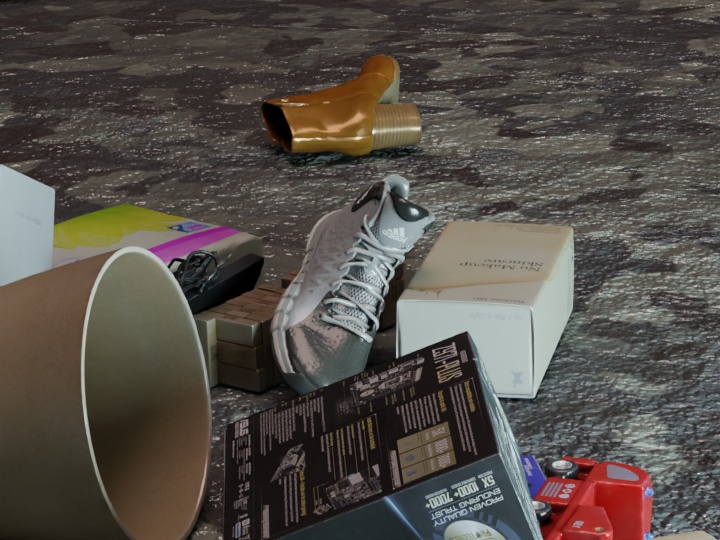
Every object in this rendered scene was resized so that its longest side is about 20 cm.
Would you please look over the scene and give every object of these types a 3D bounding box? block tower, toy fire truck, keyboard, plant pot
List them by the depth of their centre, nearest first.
[{"bbox_3d":[0.156,0.167,1.399,0.141,0.049,0.200,5,18,19],"label":"toy fire truck"},{"bbox_3d":[-0.220,0.088,1.497,0.200,0.187,0.187,-6,16,19],"label":"plant pot"},{"bbox_3d":[-0.136,0.027,1.761,0.040,0.104,0.200,32,28,15],"label":"keyboard"},{"bbox_3d":[-0.044,0.035,1.811,0.058,0.054,0.200,11,22,35],"label":"block tower"}]

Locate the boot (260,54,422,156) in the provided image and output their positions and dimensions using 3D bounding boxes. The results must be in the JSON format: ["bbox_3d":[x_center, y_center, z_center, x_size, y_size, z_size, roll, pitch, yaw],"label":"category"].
[{"bbox_3d":[-0.029,-0.166,2.402,0.144,0.071,0.201,-2,23,-12],"label":"boot"}]

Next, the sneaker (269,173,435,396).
[{"bbox_3d":[0.000,0.000,1.728,0.075,0.115,0.200,30,40,-18],"label":"sneaker"}]

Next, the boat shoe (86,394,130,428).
[{"bbox_3d":[-0.219,0.098,1.606,0.200,0.071,0.063,0,12,-2],"label":"boat shoe"}]

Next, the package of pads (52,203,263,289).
[{"bbox_3d":[-0.197,0.008,1.886,0.154,0.068,0.200,13,23,37],"label":"package of pads"}]

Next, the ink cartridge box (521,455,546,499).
[{"bbox_3d":[0.022,0.132,1.546,0.200,0.037,0.095,-2,18,-8],"label":"ink cartridge box"}]

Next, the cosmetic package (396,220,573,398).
[{"bbox_3d":[0.096,0.026,1.802,0.103,0.073,0.200,3,17,11],"label":"cosmetic package"}]

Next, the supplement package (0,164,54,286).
[{"bbox_3d":[-0.332,0.005,1.706,0.200,0.151,0.152,1,-5,8],"label":"supplement package"}]

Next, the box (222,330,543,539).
[{"bbox_3d":[0.011,0.131,1.382,0.164,0.086,0.200,-22,17,4],"label":"box"}]
